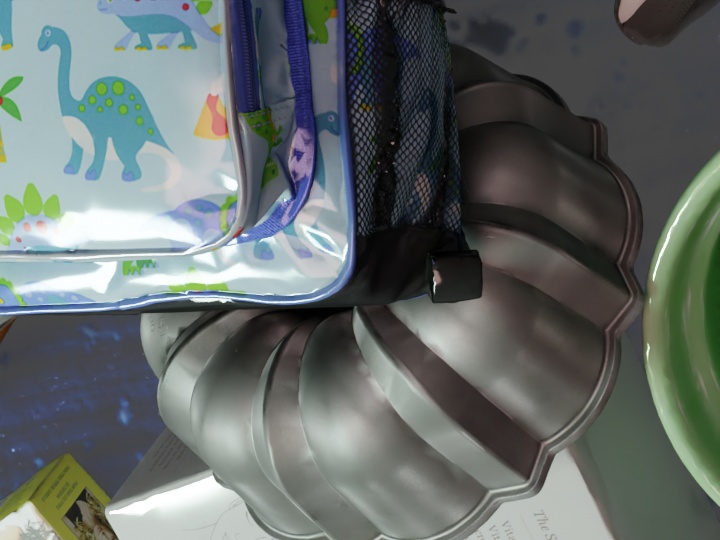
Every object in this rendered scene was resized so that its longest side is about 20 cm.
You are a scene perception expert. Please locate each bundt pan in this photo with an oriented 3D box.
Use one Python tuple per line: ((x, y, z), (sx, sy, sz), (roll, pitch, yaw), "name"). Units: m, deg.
((0.000, 0.000, 0.848), (0.201, 0.203, 0.076), (-20, 147, 25), "bundt pan")

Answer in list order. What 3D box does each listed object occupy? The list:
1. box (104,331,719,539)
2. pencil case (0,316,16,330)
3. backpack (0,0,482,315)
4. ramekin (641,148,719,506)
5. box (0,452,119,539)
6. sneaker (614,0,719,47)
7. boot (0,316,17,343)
((0.026, 0.106, 0.943), (0.199, 0.106, 0.153), (-21, 106, 25), "box")
((-0.199, -0.058, 0.887), (0.200, 0.089, 0.078), (42, 103, -1), "pencil case")
((-0.064, -0.087, 0.747), (0.182, 0.147, 0.202), (-2, 88, 28), "backpack")
((0.208, 0.008, 0.844), (0.199, 0.098, 0.201), (7, 116, 14), "ramekin")
((-0.099, 0.183, 1.052), (0.075, 0.050, 0.200), (-37, 100, 28), "box")
((0.172, -0.135, 0.802), (0.085, 0.075, 0.200), (45, 119, -7), "sneaker")
((-0.223, 0.000, 0.925), (0.187, 0.068, 0.201), (26, 77, -6), "boot")
